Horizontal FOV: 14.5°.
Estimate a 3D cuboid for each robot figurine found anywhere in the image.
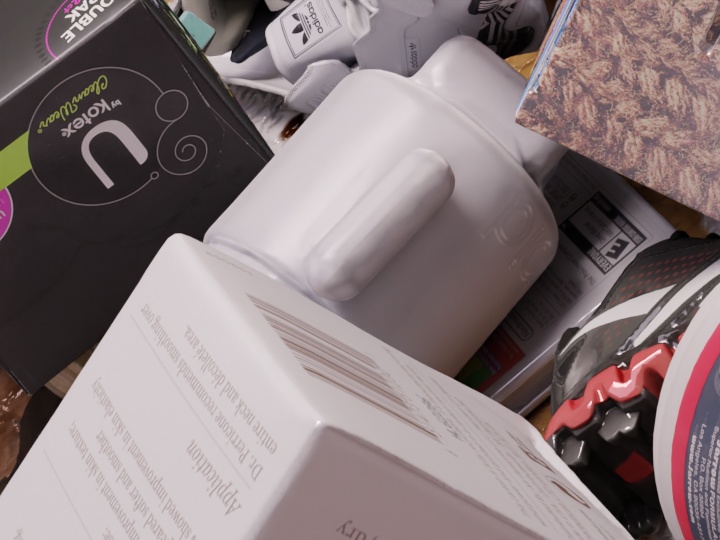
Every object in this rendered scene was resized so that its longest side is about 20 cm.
[{"bbox_3d":[0.000,0.000,1.136,0.200,0.113,0.170,-49,-9,-13],"label":"robot figurine"}]

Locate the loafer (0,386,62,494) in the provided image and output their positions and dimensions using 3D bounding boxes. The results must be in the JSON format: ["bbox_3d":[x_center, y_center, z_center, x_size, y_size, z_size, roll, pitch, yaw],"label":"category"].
[{"bbox_3d":[-0.120,0.107,1.234,0.071,0.073,0.200,-41,23,20],"label":"loafer"}]

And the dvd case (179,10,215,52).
[{"bbox_3d":[-0.137,-0.035,1.388,0.146,0.022,0.200,-55,2,-21],"label":"dvd case"}]

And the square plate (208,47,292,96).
[{"bbox_3d":[0.020,-0.155,1.448,0.200,0.028,0.198,-49,31,-14],"label":"square plate"}]

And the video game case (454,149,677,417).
[{"bbox_3d":[0.035,0.012,1.218,0.182,0.023,0.200,-40,31,2],"label":"video game case"}]

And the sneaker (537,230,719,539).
[{"bbox_3d":[0.148,0.015,1.030,0.200,0.071,0.098,-31,33,19],"label":"sneaker"}]

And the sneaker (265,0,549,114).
[{"bbox_3d":[0.007,-0.118,1.159,0.115,0.200,0.075,-22,74,8],"label":"sneaker"}]

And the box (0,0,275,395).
[{"bbox_3d":[-0.146,-0.075,1.221,0.149,0.124,0.200,-38,37,2],"label":"box"}]

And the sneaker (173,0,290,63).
[{"bbox_3d":[-0.069,-0.168,1.459,0.130,0.080,0.199,-44,39,-23],"label":"sneaker"}]

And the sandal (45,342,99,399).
[{"bbox_3d":[-0.086,-0.015,1.291,0.070,0.078,0.212,-60,3,30],"label":"sandal"}]

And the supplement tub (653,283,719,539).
[{"bbox_3d":[0.189,0.072,0.836,0.140,0.140,0.200,-44,30,-5],"label":"supplement tub"}]

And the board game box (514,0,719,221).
[{"bbox_3d":[0.141,-0.124,1.072,0.159,0.097,0.200,-64,0,17],"label":"board game box"}]

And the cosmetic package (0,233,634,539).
[{"bbox_3d":[-0.029,0.129,0.940,0.200,0.166,0.167,-56,29,9],"label":"cosmetic package"}]
